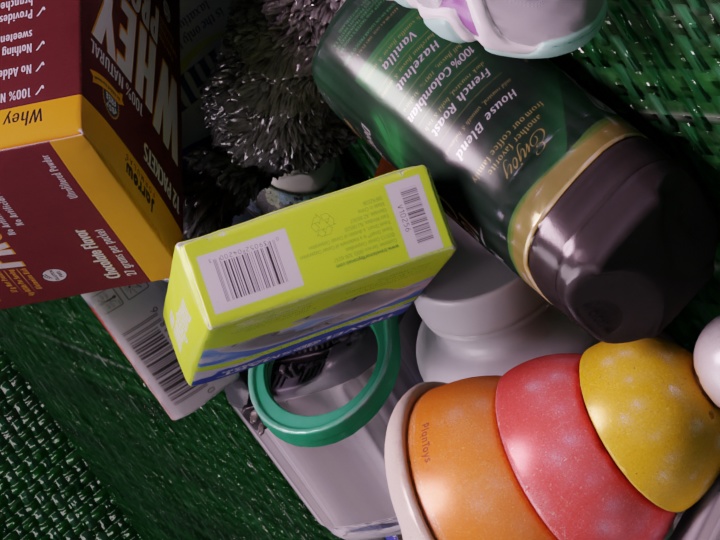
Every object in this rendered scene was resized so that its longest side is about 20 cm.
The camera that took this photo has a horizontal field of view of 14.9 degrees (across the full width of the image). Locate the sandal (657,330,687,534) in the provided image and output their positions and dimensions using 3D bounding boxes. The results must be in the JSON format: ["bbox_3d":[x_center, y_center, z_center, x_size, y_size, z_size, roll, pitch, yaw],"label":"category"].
[{"bbox_3d":[0.184,0.105,1.383,0.081,0.055,0.201,-14,113,48],"label":"sandal"}]

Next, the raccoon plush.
[{"bbox_3d":[-0.040,-0.087,1.346,0.096,0.201,0.134,17,169,7],"label":"raccoon plush"}]

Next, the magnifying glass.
[{"bbox_3d":[0.000,0.000,1.433,0.079,0.201,0.022,8,152,29],"label":"magnifying glass"}]

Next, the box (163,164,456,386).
[{"bbox_3d":[-0.030,0.006,1.306,0.200,0.121,0.048,121,130,-78],"label":"box"}]

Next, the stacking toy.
[{"bbox_3d":[0.123,0.081,1.287,0.146,0.199,0.147,40,-148,-32],"label":"stacking toy"}]

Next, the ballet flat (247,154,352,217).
[{"bbox_3d":[-0.067,-0.095,1.660,0.200,0.074,0.074,47,165,6],"label":"ballet flat"}]

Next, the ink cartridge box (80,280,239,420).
[{"bbox_3d":[-0.143,-0.033,1.482,0.163,0.050,0.200,56,180,-33],"label":"ink cartridge box"}]

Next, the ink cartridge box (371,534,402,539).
[{"bbox_3d":[0.037,0.127,1.649,0.198,0.200,0.047,49,130,11],"label":"ink cartridge box"}]

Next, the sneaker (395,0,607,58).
[{"bbox_3d":[0.030,-0.180,1.127,0.200,0.078,0.140,38,155,6],"label":"sneaker"}]

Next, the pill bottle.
[{"bbox_3d":[0.095,0.058,1.437,0.111,0.111,0.201,34,158,50],"label":"pill bottle"}]

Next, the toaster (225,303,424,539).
[{"bbox_3d":[0.008,0.058,1.527,0.113,0.201,0.130,-15,122,29],"label":"toaster"}]

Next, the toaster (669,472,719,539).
[{"bbox_3d":[0.188,0.168,1.288,0.113,0.129,0.200,32,142,5],"label":"toaster"}]

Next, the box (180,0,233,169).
[{"bbox_3d":[-0.118,-0.142,1.519,0.200,0.105,0.184,53,-174,-4],"label":"box"}]

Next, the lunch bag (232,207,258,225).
[{"bbox_3d":[-0.110,-0.068,1.731,0.200,0.076,0.160,50,-151,14],"label":"lunch bag"}]

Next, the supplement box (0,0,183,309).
[{"bbox_3d":[-0.198,-0.096,1.324,0.133,0.196,0.201,59,-156,-56],"label":"supplement box"}]

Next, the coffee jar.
[{"bbox_3d":[0.073,-0.054,1.267,0.200,0.085,0.104,42,179,33],"label":"coffee jar"}]
